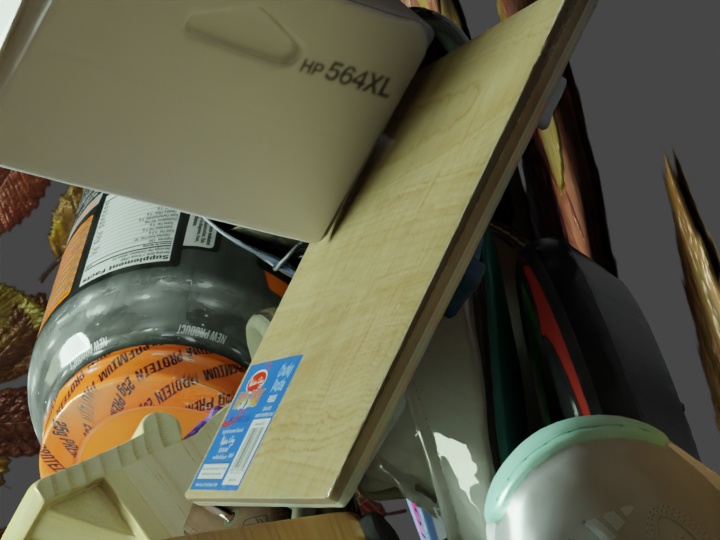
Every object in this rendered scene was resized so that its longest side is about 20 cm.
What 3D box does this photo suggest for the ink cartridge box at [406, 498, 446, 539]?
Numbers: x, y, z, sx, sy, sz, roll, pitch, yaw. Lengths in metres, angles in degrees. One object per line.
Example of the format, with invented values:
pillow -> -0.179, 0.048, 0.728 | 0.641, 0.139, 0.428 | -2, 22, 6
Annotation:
ink cartridge box -> 0.046, 0.055, 1.184 | 0.200, 0.076, 0.137 | -107, 2, -83

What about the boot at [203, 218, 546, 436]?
boot -> 0.000, 0.000, 0.947 | 0.200, 0.097, 0.075 | 47, 119, 33

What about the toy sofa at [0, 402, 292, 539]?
toy sofa -> -0.036, 0.150, 0.922 | 0.200, 0.098, 0.083 | 53, 141, 17

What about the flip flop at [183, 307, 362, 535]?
flip flop -> -0.028, 0.097, 0.867 | 0.081, 0.058, 0.200 | 78, -175, -56

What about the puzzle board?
puzzle board -> 0.006, 0.002, 0.775 | 0.151, 0.017, 0.200 | -64, 10, -11

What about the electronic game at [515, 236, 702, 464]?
electronic game -> 0.082, 0.087, 0.811 | 0.200, 0.042, 0.200 | 164, 90, -89

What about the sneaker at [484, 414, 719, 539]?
sneaker -> 0.090, 0.131, 0.574 | 0.140, 0.078, 0.200 | -128, 12, -81

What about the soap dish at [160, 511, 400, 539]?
soap dish -> 0.030, 0.164, 0.714 | 0.200, 0.081, 0.157 | 44, -164, -44

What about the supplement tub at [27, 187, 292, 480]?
supplement tub -> -0.062, 0.019, 1.057 | 0.200, 0.122, 0.123 | -81, -19, -54

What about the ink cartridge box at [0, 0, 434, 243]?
ink cartridge box -> -0.094, -0.102, 0.847 | 0.200, 0.146, 0.084 | 46, 114, 44

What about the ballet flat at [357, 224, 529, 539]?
ballet flat -> 0.031, 0.083, 0.864 | 0.069, 0.069, 0.200 | -166, 63, -88

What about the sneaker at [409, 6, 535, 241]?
sneaker -> 0.034, -0.007, 1.029 | 0.079, 0.074, 0.200 | 113, 142, -79
